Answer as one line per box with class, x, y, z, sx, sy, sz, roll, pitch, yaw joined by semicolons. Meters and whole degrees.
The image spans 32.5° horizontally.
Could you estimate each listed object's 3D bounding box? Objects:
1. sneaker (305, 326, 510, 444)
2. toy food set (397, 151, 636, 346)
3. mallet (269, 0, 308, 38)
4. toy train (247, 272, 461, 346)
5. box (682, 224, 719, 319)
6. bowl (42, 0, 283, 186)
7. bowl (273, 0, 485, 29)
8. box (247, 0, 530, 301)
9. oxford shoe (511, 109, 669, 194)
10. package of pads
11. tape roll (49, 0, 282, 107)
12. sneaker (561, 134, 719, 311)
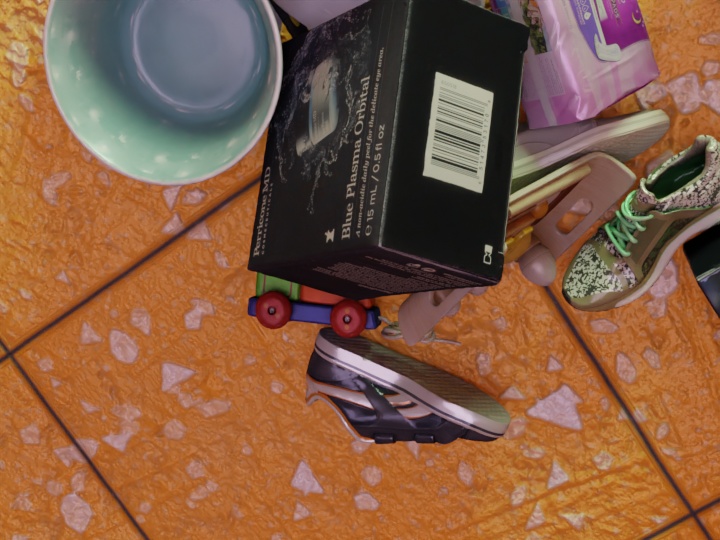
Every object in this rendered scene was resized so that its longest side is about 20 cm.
sneaker;0.040;0.127;1.161;0.198;0.078;0.081;23;105;13
toy food set;0.132;-0.014;1.024;0.061;0.199;0.144;52;135;11
mallet;-0.039;-0.200;1.060;0.065;0.041;0.202;-33;119;-17
toy train;0.000;0.000;1.132;0.196;0.085;0.118;6;94;7
box;0.394;0.035;1.061;0.147;0.107;0.201;-33;100;16
bowl;-0.148;-0.180;1.012;0.197;0.105;0.204;3;108;9
bowl;0.012;-0.265;0.967;0.198;0.202;0.092;18;66;3
box;0.017;-0.090;0.958;0.116;0.199;0.200;14;78;-31
oxford shoe;0.170;-0.108;1.065;0.197;0.075;0.058;-18;66;-2
package of pads;0.164;-0.229;1.009;0.075;0.120;0.203;-3;112;52
tape roll;-0.170;-0.237;1.089;0.196;0.066;0.204;2;107;7
sneaker;0.242;-0.049;1.060;0.200;0.077;0.088;-43;140;12
